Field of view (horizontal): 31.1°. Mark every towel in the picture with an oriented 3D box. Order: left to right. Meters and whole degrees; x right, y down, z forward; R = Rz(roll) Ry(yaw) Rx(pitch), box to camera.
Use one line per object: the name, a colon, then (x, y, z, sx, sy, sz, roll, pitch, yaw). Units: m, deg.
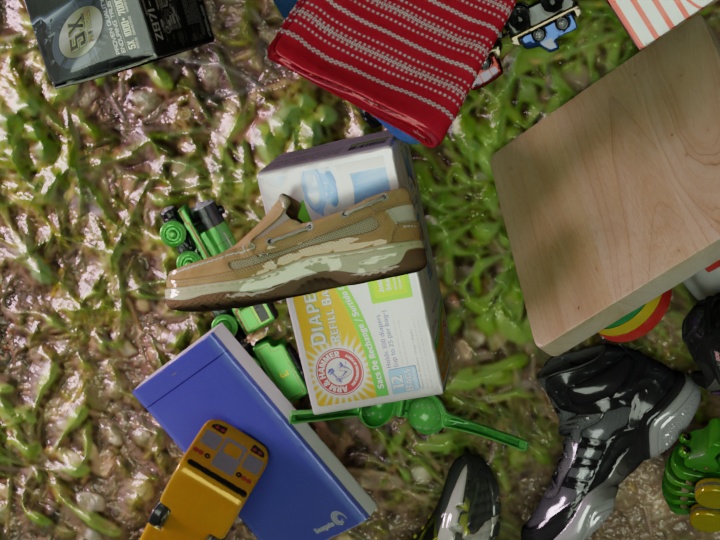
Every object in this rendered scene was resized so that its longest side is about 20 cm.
towel: (0.035, -0.198, 0.957, 0.144, 0.023, 0.201, 28, 65, 1)

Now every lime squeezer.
lime squeezer: (0.039, 0.119, 1.079, 0.198, 0.071, 0.038, 8, 88, -6)

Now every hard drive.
hard drive: (-0.093, 0.151, 1.099, 0.200, 0.025, 0.132, 50, 133, -6)

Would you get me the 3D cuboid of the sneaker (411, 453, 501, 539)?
sneaker: (0.056, 0.250, 1.105, 0.084, 0.074, 0.202, 16, 92, 37)

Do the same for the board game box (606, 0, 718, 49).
board game box: (0.244, -0.213, 0.891, 0.151, 0.200, 0.047, -33, 92, 14)

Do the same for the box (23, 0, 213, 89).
box: (-0.195, -0.251, 0.970, 0.085, 0.164, 0.202, -13, 102, 11)

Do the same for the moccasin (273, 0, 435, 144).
moccasin: (0.001, -0.182, 0.999, 0.068, 0.081, 0.200, -38, 77, -10)

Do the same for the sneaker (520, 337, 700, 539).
sneaker: (0.175, 0.137, 1.060, 0.114, 0.076, 0.200, 40, 101, -2)

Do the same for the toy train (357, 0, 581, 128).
toy train: (0.088, -0.164, 1.015, 0.199, 0.034, 0.046, -26, 102, 15)

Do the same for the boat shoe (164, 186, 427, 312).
boat shoe: (-0.052, -0.019, 0.958, 0.198, 0.072, 0.077, -11, 88, 6)

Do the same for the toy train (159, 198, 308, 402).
toy train: (-0.104, 0.029, 1.093, 0.056, 0.042, 0.201, -27, 99, 4)

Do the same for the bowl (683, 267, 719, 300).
bowl: (0.332, -0.038, 0.981, 0.199, 0.090, 0.203, 2, 104, 9)

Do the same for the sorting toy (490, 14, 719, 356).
sorting toy: (0.208, -0.052, 0.951, 0.198, 0.201, 0.069, -34, 132, 26)

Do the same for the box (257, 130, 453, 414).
box: (0.000, 0.000, 1.035, 0.111, 0.101, 0.202, -11, 102, 11)

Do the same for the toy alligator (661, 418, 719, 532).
toy alligator: (0.269, 0.149, 1.019, 0.054, 0.060, 0.201, 6, 142, 11)

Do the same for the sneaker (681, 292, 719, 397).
sneaker: (0.277, 0.046, 0.953, 0.087, 0.076, 0.201, 17, 151, 23)

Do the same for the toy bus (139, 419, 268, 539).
toy bus: (-0.147, 0.220, 1.105, 0.065, 0.078, 0.201, 29, 131, 0)
